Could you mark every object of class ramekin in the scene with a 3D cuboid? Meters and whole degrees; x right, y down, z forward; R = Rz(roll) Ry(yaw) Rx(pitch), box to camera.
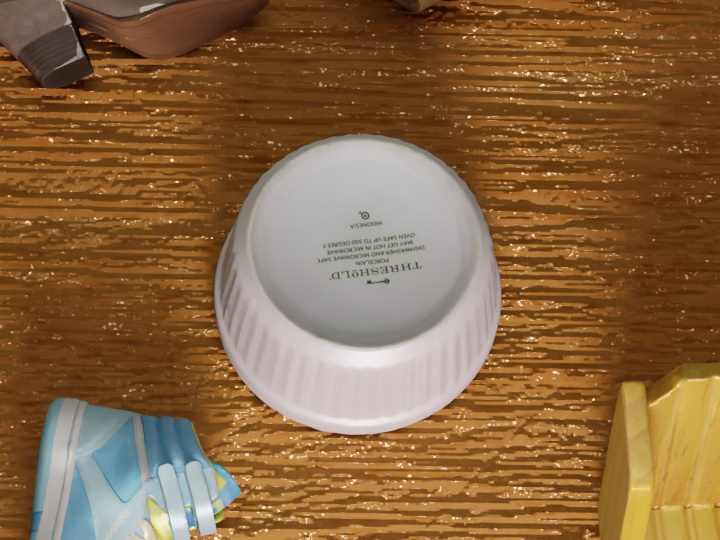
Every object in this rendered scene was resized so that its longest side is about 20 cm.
[{"bbox_3d":[0.000,0.000,1.542,0.201,0.094,0.203,1,64,-3],"label":"ramekin"}]

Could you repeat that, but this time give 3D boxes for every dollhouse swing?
[{"bbox_3d":[0.264,0.182,1.440,0.199,0.182,0.176,-1,45,-4],"label":"dollhouse swing"}]

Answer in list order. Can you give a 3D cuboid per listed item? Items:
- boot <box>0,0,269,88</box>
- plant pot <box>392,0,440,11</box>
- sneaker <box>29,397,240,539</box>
[{"bbox_3d":[-0.183,-0.218,1.648,0.199,0.070,0.147,-20,65,-12],"label":"boot"},{"bbox_3d":[0.073,-0.291,1.648,0.186,0.186,0.200,39,81,14],"label":"plant pot"},{"bbox_3d":[-0.143,0.176,1.461,0.130,0.080,0.201,2,66,-1],"label":"sneaker"}]
